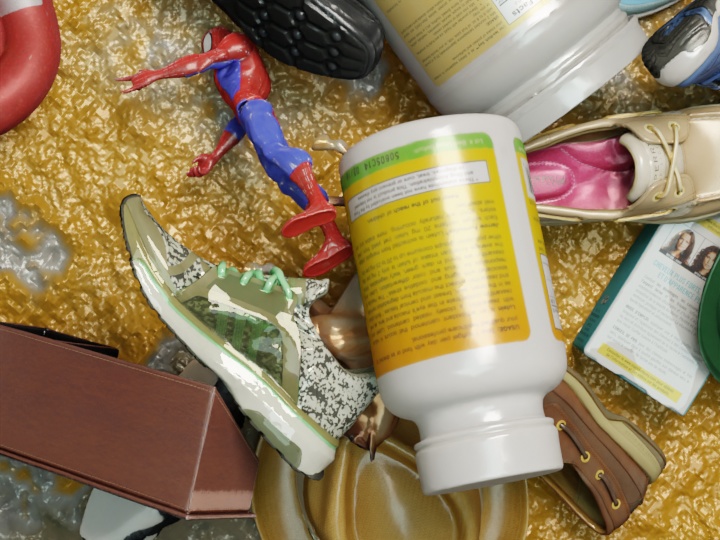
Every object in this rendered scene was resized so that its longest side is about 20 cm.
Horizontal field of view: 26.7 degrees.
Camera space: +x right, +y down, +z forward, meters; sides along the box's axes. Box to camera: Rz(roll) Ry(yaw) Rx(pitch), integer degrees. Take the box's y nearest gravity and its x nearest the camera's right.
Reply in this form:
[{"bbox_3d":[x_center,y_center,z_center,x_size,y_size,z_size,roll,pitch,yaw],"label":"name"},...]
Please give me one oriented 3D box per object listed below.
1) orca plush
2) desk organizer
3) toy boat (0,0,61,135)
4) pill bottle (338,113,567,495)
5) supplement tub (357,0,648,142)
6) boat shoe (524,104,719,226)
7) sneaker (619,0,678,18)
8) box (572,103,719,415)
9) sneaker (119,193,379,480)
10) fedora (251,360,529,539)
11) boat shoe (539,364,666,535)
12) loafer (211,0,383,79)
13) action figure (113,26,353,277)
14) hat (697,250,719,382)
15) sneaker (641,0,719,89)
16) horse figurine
[{"bbox_3d":[-0.108,0.103,1.009,0.105,0.071,0.202,16,81,41],"label":"orca plush"},{"bbox_3d":[-0.155,0.090,0.940,0.198,0.072,0.078,13,90,31],"label":"desk organizer"},{"bbox_3d":[-0.265,-0.176,0.934,0.129,0.131,0.202,-18,94,-1],"label":"toy boat"},{"bbox_3d":[0.057,0.022,0.872,0.110,0.111,0.202,-10,79,-2],"label":"pill bottle"},{"bbox_3d":[0.072,-0.186,0.941,0.145,0.145,0.201,-37,95,1],"label":"supplement tub"},{"bbox_3d":[0.174,-0.062,0.949,0.198,0.069,0.075,-10,89,12],"label":"boat shoe"},{"bbox_3d":[0.230,-0.231,0.951,0.199,0.131,0.080,-37,96,1],"label":"sneaker"},{"bbox_3d":[0.228,-0.012,1.007,0.082,0.049,0.201,32,92,-4],"label":"box"},{"bbox_3d":[-0.062,0.023,0.894,0.088,0.077,0.200,-41,99,-2],"label":"sneaker"},{"bbox_3d":[0.021,0.152,0.992,0.198,0.082,0.203,0,93,-3],"label":"fedora"},{"bbox_3d":[0.114,0.099,0.972,0.200,0.072,0.068,39,71,-23],"label":"boat shoe"},{"bbox_3d":[-0.063,-0.189,0.952,0.200,0.068,0.070,33,53,16],"label":"loafer"},{"bbox_3d":[-0.084,-0.076,0.943,0.098,0.065,0.201,-23,52,0],"label":"action figure"},{"bbox_3d":[0.336,0.041,0.926,0.198,0.176,0.167,-14,123,-25],"label":"hat"},{"bbox_3d":[0.238,-0.142,0.931,0.076,0.199,0.077,-35,87,40],"label":"sneaker"},{"bbox_3d":[0.000,0.000,0.959,0.132,0.050,0.201,28,70,3],"label":"horse figurine"}]
